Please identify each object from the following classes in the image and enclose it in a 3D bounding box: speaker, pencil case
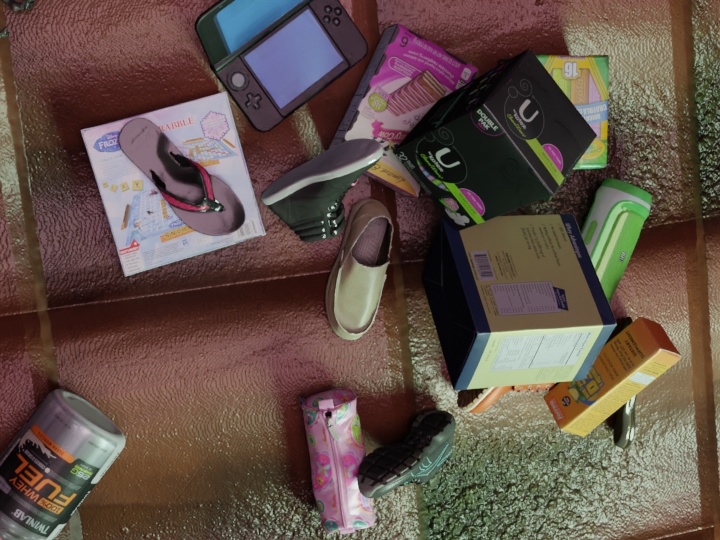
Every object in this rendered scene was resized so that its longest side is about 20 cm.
[{"bbox_3d":[0.359,-0.030,1.584,0.088,0.088,0.201,23,90,-16],"label":"speaker"},{"bbox_3d":[-0.032,0.267,1.511,0.087,0.087,0.202,-10,100,-14],"label":"pencil case"}]

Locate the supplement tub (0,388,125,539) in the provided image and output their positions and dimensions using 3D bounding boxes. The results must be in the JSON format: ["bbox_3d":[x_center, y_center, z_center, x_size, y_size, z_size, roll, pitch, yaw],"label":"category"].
[{"bbox_3d":[-0.410,0.266,1.389,0.122,0.122,0.201,38,86,-16],"label":"supplement tub"}]

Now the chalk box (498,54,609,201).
[{"bbox_3d":[0.272,-0.201,1.520,0.123,0.124,0.202,-2,98,-15],"label":"chalk box"}]

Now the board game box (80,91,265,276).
[{"bbox_3d":[-0.248,-0.117,1.431,0.198,0.041,0.201,-17,101,-13],"label":"board game box"}]

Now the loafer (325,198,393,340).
[{"bbox_3d":[0.000,0.000,1.497,0.075,0.068,0.202,8,94,-16],"label":"loafer"}]

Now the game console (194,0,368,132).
[{"bbox_3d":[-0.098,-0.307,1.411,0.200,0.116,0.176,-38,104,-8],"label":"game console"}]

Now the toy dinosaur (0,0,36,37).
[{"bbox_3d":[-0.468,-0.338,1.345,0.088,0.047,0.201,30,88,-2],"label":"toy dinosaur"}]

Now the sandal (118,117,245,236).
[{"bbox_3d":[-0.233,-0.116,1.389,0.200,0.045,0.075,43,85,-15],"label":"sandal"}]

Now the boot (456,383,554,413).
[{"bbox_3d":[0.235,0.157,1.580,0.200,0.075,0.107,-41,110,-8],"label":"boot"}]

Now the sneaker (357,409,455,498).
[{"bbox_3d":[0.073,0.276,1.519,0.199,0.075,0.080,-29,123,-41],"label":"sneaker"}]

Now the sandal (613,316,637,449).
[{"bbox_3d":[0.394,0.172,1.632,0.054,0.082,0.202,5,103,6],"label":"sandal"}]

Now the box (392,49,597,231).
[{"bbox_3d":[0.170,-0.162,1.378,0.149,0.200,0.124,49,58,-14],"label":"box"}]

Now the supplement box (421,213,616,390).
[{"bbox_3d":[0.212,0.040,1.476,0.198,0.135,0.201,-2,52,-15],"label":"supplement box"}]

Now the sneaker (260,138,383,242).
[{"bbox_3d":[-0.031,-0.104,1.442,0.199,0.071,0.099,-23,118,32],"label":"sneaker"}]

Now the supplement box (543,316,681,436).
[{"bbox_3d":[0.365,0.157,1.562,0.068,0.067,0.200,15,127,-43],"label":"supplement box"}]

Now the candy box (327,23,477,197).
[{"bbox_3d":[0.058,-0.221,1.492,0.136,0.061,0.201,25,90,-17],"label":"candy box"}]
